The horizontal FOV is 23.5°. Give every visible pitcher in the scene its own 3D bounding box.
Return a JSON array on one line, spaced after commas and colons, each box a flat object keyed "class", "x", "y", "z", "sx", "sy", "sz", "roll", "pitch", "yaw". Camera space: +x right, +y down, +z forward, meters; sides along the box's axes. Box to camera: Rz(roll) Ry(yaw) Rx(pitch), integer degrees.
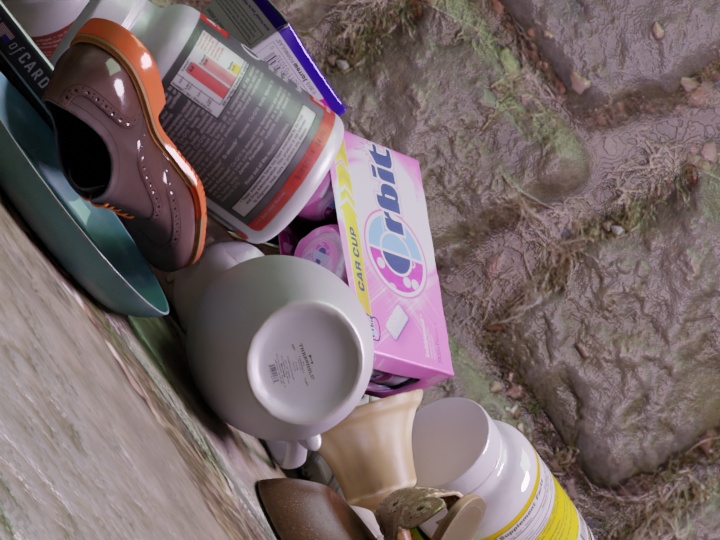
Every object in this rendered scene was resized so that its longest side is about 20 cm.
[{"class": "pitcher", "x": -0.056, "y": 0.070, "z": 1.190, "sx": 0.172, "sy": 0.121, "sz": 0.200, "roll": 69, "pitch": -14, "yaw": -12}]

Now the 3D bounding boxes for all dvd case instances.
[{"class": "dvd case", "x": -0.239, "y": -0.146, "z": 1.183, "sx": 0.200, "sy": 0.025, "sz": 0.150, "roll": 52, "pitch": -11, "yaw": -9}]

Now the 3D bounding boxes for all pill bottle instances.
[{"class": "pill bottle", "x": -0.121, "y": -0.119, "z": 1.249, "sx": 0.200, "sy": 0.116, "sz": 0.116, "roll": 36, "pitch": 6, "yaw": -16}, {"class": "pill bottle", "x": -0.268, "y": -0.241, "z": 1.538, "sx": 0.112, "sy": 0.112, "sz": 0.200, "roll": 54, "pitch": 1, "yaw": 25}, {"class": "pill bottle", "x": 0.107, "y": 0.194, "z": 1.411, "sx": 0.200, "sy": 0.112, "sz": 0.112, "roll": 53, "pitch": 1, "yaw": -40}]

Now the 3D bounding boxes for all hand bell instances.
[{"class": "hand bell", "x": 0.026, "y": 0.200, "z": 1.297, "sx": 0.104, "sy": 0.104, "sz": 0.201, "roll": 46, "pitch": 26, "yaw": -83}]

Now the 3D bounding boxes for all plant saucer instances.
[{"class": "plant saucer", "x": -0.187, "y": -0.047, "z": 1.065, "sx": 0.200, "sy": 0.027, "sz": 0.200, "roll": 54, "pitch": 2, "yaw": -2}, {"class": "plant saucer", "x": 0.006, "y": 0.209, "z": 1.132, "sx": 0.201, "sy": 0.037, "sz": 0.200, "roll": 55, "pitch": 1, "yaw": -2}]

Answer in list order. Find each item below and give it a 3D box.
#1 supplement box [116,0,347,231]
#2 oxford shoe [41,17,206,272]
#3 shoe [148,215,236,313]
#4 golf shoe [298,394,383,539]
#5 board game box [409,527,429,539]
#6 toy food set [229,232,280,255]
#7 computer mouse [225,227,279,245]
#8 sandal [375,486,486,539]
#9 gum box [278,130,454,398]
[{"class": "supplement box", "x": -0.130, "y": -0.122, "z": 1.373, "sx": 0.101, "sy": 0.200, "sz": 0.103, "roll": 54, "pitch": -1, "yaw": -39}, {"class": "oxford shoe", "x": -0.151, "y": -0.060, "z": 1.070, "sx": 0.071, "sy": 0.073, "sz": 0.200, "roll": 17, "pitch": -35, "yaw": 29}, {"class": "shoe", "x": -0.100, "y": 0.028, "z": 1.317, "sx": 0.200, "sy": 0.070, "sz": 0.053, "roll": 54, "pitch": -2, "yaw": -8}, {"class": "golf shoe", "x": -0.009, "y": 0.131, "z": 1.385, "sx": 0.200, "sy": 0.097, "sz": 0.078, "roll": 56, "pitch": 0, "yaw": 24}, {"class": "board game box", "x": 0.061, "y": 0.267, "z": 1.396, "sx": 0.102, "sy": 0.048, "sz": 0.200, "roll": 53, "pitch": 2, "yaw": -41}, {"class": "toy food set", "x": -0.078, "y": 0.005, "z": 1.439, "sx": 0.199, "sy": 0.049, "sz": 0.198, "roll": 18, "pitch": 1, "yaw": 8}, {"class": "computer mouse", "x": -0.042, "y": -0.034, "z": 1.455, "sx": 0.200, "sy": 0.046, "sz": 0.140, "roll": 18, "pitch": 0, "yaw": 17}, {"class": "sandal", "x": 0.041, "y": 0.183, "z": 1.184, "sx": 0.070, "sy": 0.078, "sz": 0.212, "roll": 33, "pitch": -12, "yaw": 19}, {"class": "gum box", "x": 0.000, "y": 0.000, "z": 1.335, "sx": 0.113, "sy": 0.066, "sz": 0.201, "roll": 18, "pitch": 55, "yaw": -46}]
